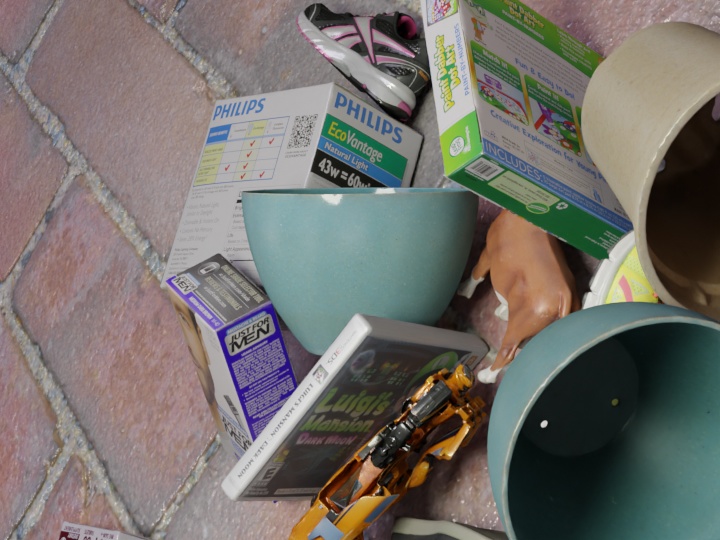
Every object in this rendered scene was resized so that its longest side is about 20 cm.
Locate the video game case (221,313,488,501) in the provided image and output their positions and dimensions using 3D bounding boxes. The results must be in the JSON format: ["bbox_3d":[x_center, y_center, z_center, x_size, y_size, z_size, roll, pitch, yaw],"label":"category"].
[{"bbox_3d":[0.000,0.117,1.268,0.023,0.199,0.182,46,108,28],"label":"video game case"}]

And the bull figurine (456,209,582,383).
[{"bbox_3d":[0.131,0.002,1.264,0.201,0.065,0.122,-93,25,-55],"label":"bull figurine"}]

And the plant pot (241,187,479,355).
[{"bbox_3d":[0.000,0.000,1.302,0.199,0.199,0.136,6,97,50],"label":"plant pot"}]

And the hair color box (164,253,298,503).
[{"bbox_3d":[-0.103,0.097,1.399,0.064,0.201,0.109,-26,34,-19],"label":"hair color box"}]

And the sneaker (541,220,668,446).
[{"bbox_3d":[0.205,0.059,1.171,0.090,0.078,0.201,22,80,25],"label":"sneaker"}]

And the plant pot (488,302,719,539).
[{"bbox_3d":[0.168,0.106,1.041,0.201,0.199,0.135,-58,21,7],"label":"plant pot"}]

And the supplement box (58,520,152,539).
[{"bbox_3d":[-0.274,0.360,1.558,0.108,0.061,0.202,-3,69,48],"label":"supplement box"}]

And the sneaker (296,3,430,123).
[{"bbox_3d":[0.016,-0.222,1.544,0.086,0.080,0.200,-47,48,2],"label":"sneaker"}]

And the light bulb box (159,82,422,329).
[{"bbox_3d":[-0.068,-0.057,1.495,0.197,0.124,0.202,-1,69,49],"label":"light bulb box"}]

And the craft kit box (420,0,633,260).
[{"bbox_3d":[0.136,-0.125,1.237,0.048,0.199,0.199,-31,49,36],"label":"craft kit box"}]

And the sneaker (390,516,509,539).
[{"bbox_3d":[0.077,0.249,1.192,0.200,0.074,0.107,161,120,-69],"label":"sneaker"}]

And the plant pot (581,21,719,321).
[{"bbox_3d":[0.250,-0.087,1.112,0.201,0.200,0.184,-54,28,12],"label":"plant pot"}]

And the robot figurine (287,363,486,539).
[{"bbox_3d":[0.027,0.156,1.246,0.058,0.145,0.200,45,103,8],"label":"robot figurine"}]
